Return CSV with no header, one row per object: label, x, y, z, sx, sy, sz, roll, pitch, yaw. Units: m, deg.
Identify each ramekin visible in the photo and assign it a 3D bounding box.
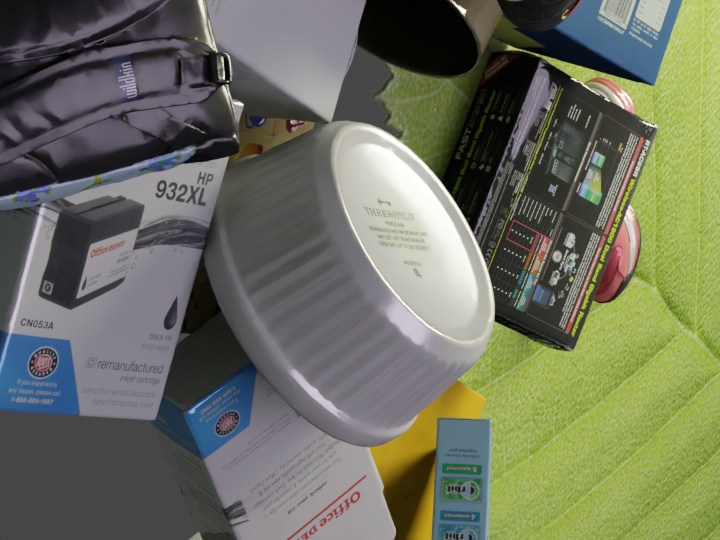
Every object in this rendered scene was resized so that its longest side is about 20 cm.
ramekin,0.000,0.000,1.325,0.202,0.094,0.203,41,31,-31

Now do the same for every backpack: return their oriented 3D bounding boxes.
backpack,-0.185,-0.102,1.082,0.199,0.153,0.164,-29,110,-35

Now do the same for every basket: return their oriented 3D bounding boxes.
basket,0.067,-0.250,1.416,0.201,0.136,0.180,-59,-173,-12

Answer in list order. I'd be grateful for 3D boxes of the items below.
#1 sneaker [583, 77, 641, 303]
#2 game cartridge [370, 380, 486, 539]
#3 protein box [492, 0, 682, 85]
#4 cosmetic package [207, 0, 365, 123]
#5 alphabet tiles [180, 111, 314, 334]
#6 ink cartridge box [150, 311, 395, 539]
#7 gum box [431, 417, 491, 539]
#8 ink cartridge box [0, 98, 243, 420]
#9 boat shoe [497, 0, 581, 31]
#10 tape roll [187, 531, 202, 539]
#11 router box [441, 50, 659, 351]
sneaker,0.184,-0.061,1.820,0.087,0.074,0.201,-25,120,-38
game cartridge,0.025,0.172,1.712,0.176,0.032,0.201,34,73,-59
protein box,0.156,-0.267,1.583,0.198,0.134,0.201,16,93,-59
cosmetic package,-0.083,-0.172,1.284,0.200,0.074,0.102,34,69,-53
alphabet tiles,-0.092,-0.041,1.377,0.199,0.006,0.168,4,99,-42
ink cartridge box,-0.060,0.125,1.413,0.116,0.067,0.201,-36,128,-24
gum box,0.075,0.223,1.632,0.170,0.044,0.201,75,17,-79
ink cartridge box,-0.165,-0.023,1.241,0.145,0.083,0.201,9,98,-52
boat shoe,0.124,-0.243,1.337,0.063,0.073,0.202,90,15,-63
tape roll,-0.065,0.294,1.530,0.202,0.139,0.204,-32,131,-46
router box,0.138,-0.055,1.697,0.149,0.062,0.201,25,85,-38
